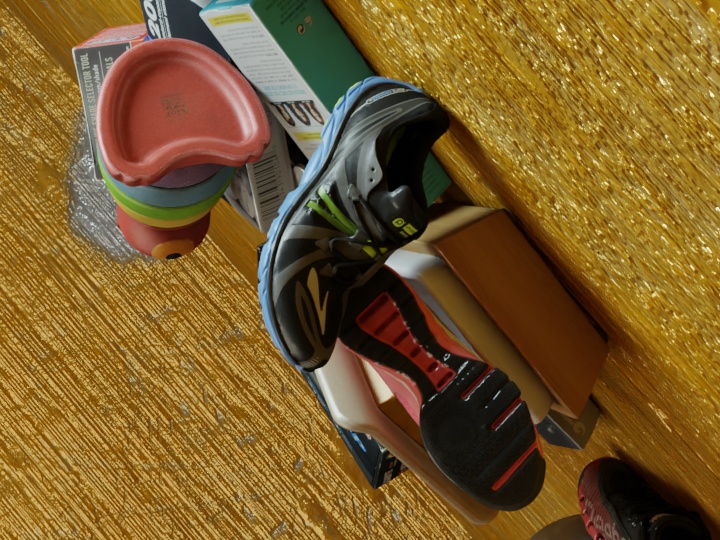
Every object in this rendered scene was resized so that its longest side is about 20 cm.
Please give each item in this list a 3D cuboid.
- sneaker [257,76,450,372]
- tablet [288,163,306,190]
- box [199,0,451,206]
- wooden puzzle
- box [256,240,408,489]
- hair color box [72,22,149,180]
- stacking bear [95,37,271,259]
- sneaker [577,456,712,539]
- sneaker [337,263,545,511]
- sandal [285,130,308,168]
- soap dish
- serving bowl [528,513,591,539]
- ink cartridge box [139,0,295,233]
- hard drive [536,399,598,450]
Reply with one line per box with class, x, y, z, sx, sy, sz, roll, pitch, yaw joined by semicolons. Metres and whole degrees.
sneaker;-0.003;-0.030;1.053;0.083;0.200;0.071;18;170;35
tablet;0.000;0.000;1.345;0.200;0.014;0.130;47;161;-5
box;-0.024;-0.123;1.173;0.200;0.049;0.082;52;159;-23
wooden puzzle;0.025;0.079;1.214;0.200;0.037;0.185;39;-159;-46
box;-0.018;0.076;1.378;0.200;0.046;0.159;58;168;14
hair color box;-0.194;-0.151;1.415;0.200;0.064;0.111;-88;-10;-76
stacking bear;-0.146;-0.076;1.248;0.200;0.121;0.114;110;144;-62
sneaker;0.234;0.211;1.324;0.201;0.071;0.098;-112;23;-49
sneaker;0.058;0.073;1.107;0.200;0.074;0.087;51;-174;12
sandal;-0.055;-0.112;1.374;0.200;0.082;0.055;46;155;29
soap dish;0.088;0.024;1.189;0.157;0.081;0.200;51;172;-12
serving bowl;0.228;0.273;1.389;0.200;0.200;0.066;44;128;32
ink cartridge box;-0.128;-0.157;1.315;0.200;0.043;0.198;40;149;46
hard drive;0.111;0.067;1.368;0.200;0.042;0.135;44;173;-1
